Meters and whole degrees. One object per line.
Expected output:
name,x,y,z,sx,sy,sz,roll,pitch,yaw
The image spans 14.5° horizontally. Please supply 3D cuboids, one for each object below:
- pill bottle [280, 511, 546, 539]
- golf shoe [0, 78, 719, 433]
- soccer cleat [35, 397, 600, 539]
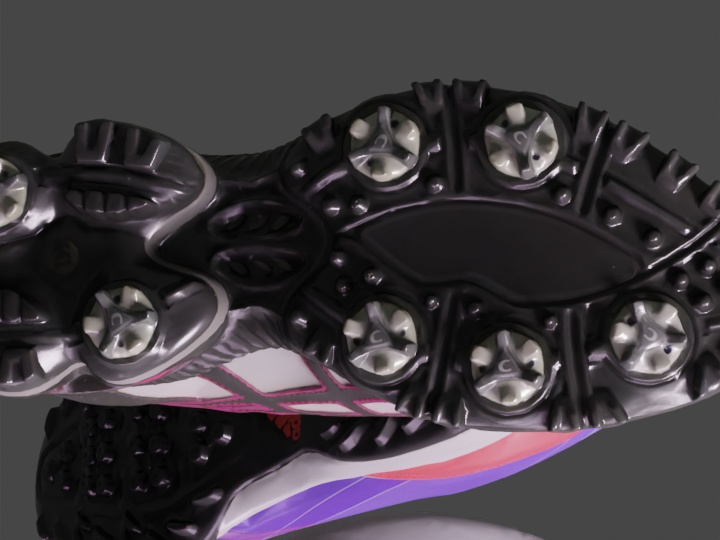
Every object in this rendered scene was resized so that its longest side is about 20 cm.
pill bottle,0.017,0.189,0.934,0.109,0.201,0.110,2,158,1
golf shoe,0.000,0.000,0.667,0.199,0.078,0.088,3,171,16
soccer cleat,-0.009,0.044,0.767,0.200,0.069,0.073,-22,152,40
